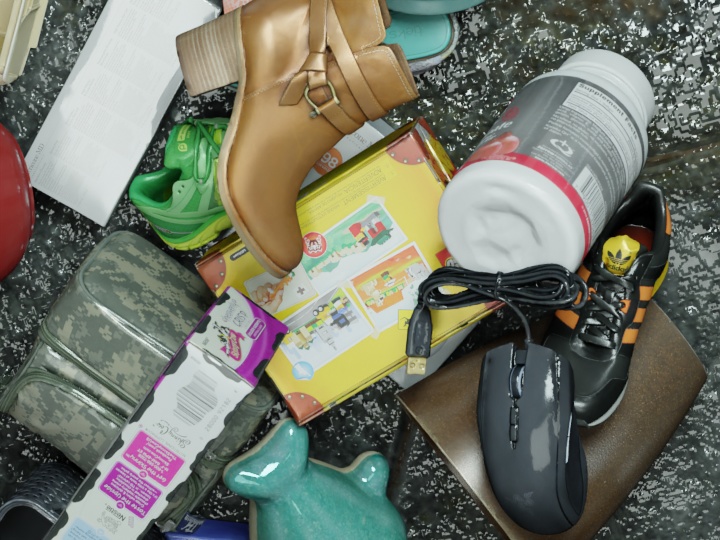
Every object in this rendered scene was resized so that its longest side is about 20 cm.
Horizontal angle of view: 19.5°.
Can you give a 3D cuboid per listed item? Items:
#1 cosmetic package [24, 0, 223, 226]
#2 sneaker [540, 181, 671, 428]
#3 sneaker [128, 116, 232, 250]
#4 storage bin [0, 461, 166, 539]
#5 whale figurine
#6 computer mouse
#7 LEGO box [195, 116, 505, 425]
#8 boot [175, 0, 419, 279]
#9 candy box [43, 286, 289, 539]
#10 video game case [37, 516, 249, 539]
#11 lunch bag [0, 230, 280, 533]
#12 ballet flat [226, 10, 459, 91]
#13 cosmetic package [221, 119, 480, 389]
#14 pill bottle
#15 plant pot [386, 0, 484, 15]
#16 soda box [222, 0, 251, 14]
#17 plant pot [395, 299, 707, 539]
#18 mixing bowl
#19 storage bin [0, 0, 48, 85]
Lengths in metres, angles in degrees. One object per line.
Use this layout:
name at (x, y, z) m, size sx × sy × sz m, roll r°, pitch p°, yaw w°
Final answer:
cosmetic package at (-0.187, -0.143, 1.643) m, size 0.083 × 0.051 × 0.200 m, roll 30°, pitch 106°, yaw -5°
sneaker at (0.178, 0.019, 1.531) m, size 0.070 × 0.200 × 0.090 m, roll 17°, pitch 142°, yaw 14°
sneaker at (-0.106, -0.083, 1.605) m, size 0.084 × 0.074 × 0.200 m, roll 36°, pitch 129°, yaw -25°
storage bin at (-0.263, 0.273, 1.695) m, size 0.135 × 0.094 × 0.200 m, roll 37°, pitch 108°, yaw -1°
whale figurine at (-0.033, 0.206, 1.651) m, size 0.159 × 0.104 × 0.200 m, roll -38°, pitch 134°, yaw -12°
computer mouse at (0.090, 0.092, 1.486) m, size 0.140 × 0.046 × 0.200 m, roll 5°, pitch 104°, yaw 28°
LEGO box at (0.000, 0.000, 1.593) m, size 0.200 × 0.077 × 0.149 m, roll -31°, pitch 98°, yaw 13°
boot at (-0.030, -0.104, 1.498) m, size 0.155 × 0.077 × 0.200 m, roll -16°, pitch 97°, yaw 10°
candy box at (-0.141, 0.120, 1.520) m, size 0.061 × 0.136 × 0.200 m, roll 35°, pitch 108°, yaw -2°
video game case at (-0.174, 0.296, 1.760) m, size 0.200 × 0.045 × 0.181 m, roll 5°, pitch 104°, yaw 5°
lunch bag at (-0.174, 0.097, 1.665) m, size 0.200 × 0.139 × 0.168 m, roll 36°, pitch 116°, yaw -5°
ballet flat at (-0.020, -0.169, 1.608) m, size 0.200 × 0.072 × 0.072 m, roll -6°, pitch 104°, yaw 9°
cosmetic package at (0.015, -0.022, 1.653) m, size 0.200 × 0.052 × 0.151 m, roll 39°, pitch 103°, yaw -4°
pill bottle at (0.145, -0.079, 1.538) m, size 0.111 × 0.200 × 0.111 m, roll 17°, pitch 132°, yaw 20°
plant pot at (0.049, -0.272, 1.525) m, size 0.200 × 0.200 × 0.134 m, roll 3°, pitch 132°, yaw 6°
soda box at (-0.071, -0.251, 1.559) m, size 0.068 × 0.064 × 0.200 m, roll -9°, pitch 81°, yaw 9°
plant pot at (0.162, 0.110, 1.616) m, size 0.200 × 0.187 × 0.187 m, roll -37°, pitch 98°, yaw -3°
mixing bowl at (-0.321, -0.056, 1.627) m, size 0.108 × 0.200 × 0.200 m, roll -14°, pitch 106°, yaw -26°
storage bin at (-0.336, -0.262, 1.607) m, size 0.200 × 0.094 × 0.199 m, roll 17°, pitch 106°, yaw 1°
